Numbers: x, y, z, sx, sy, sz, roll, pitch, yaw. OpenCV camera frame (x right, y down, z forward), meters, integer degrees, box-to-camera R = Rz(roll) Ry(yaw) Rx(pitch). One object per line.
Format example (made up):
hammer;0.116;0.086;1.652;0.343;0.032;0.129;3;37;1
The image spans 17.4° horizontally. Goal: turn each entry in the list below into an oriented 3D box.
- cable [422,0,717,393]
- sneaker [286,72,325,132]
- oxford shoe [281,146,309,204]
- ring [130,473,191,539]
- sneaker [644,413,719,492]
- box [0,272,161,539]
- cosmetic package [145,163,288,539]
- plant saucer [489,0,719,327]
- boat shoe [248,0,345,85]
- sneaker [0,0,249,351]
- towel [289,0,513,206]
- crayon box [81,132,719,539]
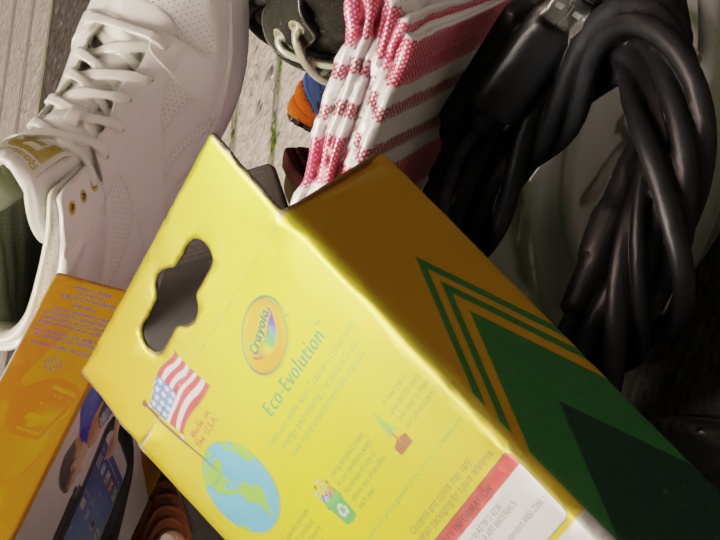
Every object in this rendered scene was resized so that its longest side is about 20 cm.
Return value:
cable;0.057;-0.001;0.778;0.200;0.051;0.164;-56;30;25
sneaker;0.019;-0.084;1.042;0.079;0.075;0.200;-69;23;8
oxford shoe;0.000;0.000;1.042;0.200;0.070;0.075;-123;44;-64
ring;-0.087;0.184;1.052;0.200;0.019;0.202;-7;-90;-78
sneaker;0.080;0.096;0.779;0.200;0.075;0.091;164;111;-68
box;-0.132;0.115;0.903;0.119;0.041;0.201;87;-162;-50
cosmetic package;-0.050;0.053;1.060;0.200;0.090;0.107;-113;7;-52
plant saucer;0.094;-0.046;0.855;0.200;0.050;0.201;-166;90;-70
boat shoe;-0.004;-0.106;0.971;0.064;0.071;0.200;-53;15;-1
sneaker;-0.109;-0.059;0.969;0.115;0.073;0.201;-5;-70;-71
towel;0.002;-0.022;0.856;0.146;0.030;0.201;-31;-33;-63
crayon box;0.013;0.057;0.714;0.200;0.051;0.127;46;135;11
